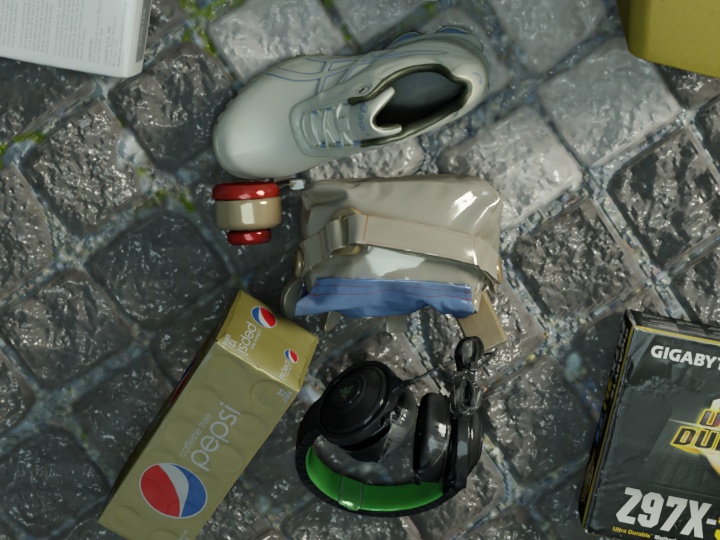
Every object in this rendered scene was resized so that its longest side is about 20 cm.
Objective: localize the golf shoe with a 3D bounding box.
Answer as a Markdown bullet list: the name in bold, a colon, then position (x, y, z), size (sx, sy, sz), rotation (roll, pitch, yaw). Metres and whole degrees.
- **golf shoe**: position (-0.010, -0.109, 1.099), size (0.199, 0.097, 0.079), rotation (-20, 105, 8)

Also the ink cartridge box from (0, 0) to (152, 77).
- **ink cartridge box**: position (-0.235, -0.225, 1.106), size (0.199, 0.050, 0.163), rotation (12, 105, 7)

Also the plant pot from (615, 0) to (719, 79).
- **plant pot**: position (0.251, -0.219, 1.025), size (0.199, 0.200, 0.177), rotation (13, 117, -2)

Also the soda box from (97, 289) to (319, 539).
- **soda box**: position (-0.107, 0.112, 1.143), size (0.067, 0.064, 0.200), rotation (31, 125, -7)

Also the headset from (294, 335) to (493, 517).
- **headset**: position (0.031, 0.116, 1.133), size (0.123, 0.094, 0.200), rotation (21, 132, -16)

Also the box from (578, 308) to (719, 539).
- **box**: position (0.270, 0.126, 1.180), size (0.199, 0.049, 0.161), rotation (12, 106, -2)

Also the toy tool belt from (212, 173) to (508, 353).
- **toy tool belt**: position (0.000, 0.000, 1.116), size (0.198, 0.125, 0.124), rotation (-1, 96, 2)
